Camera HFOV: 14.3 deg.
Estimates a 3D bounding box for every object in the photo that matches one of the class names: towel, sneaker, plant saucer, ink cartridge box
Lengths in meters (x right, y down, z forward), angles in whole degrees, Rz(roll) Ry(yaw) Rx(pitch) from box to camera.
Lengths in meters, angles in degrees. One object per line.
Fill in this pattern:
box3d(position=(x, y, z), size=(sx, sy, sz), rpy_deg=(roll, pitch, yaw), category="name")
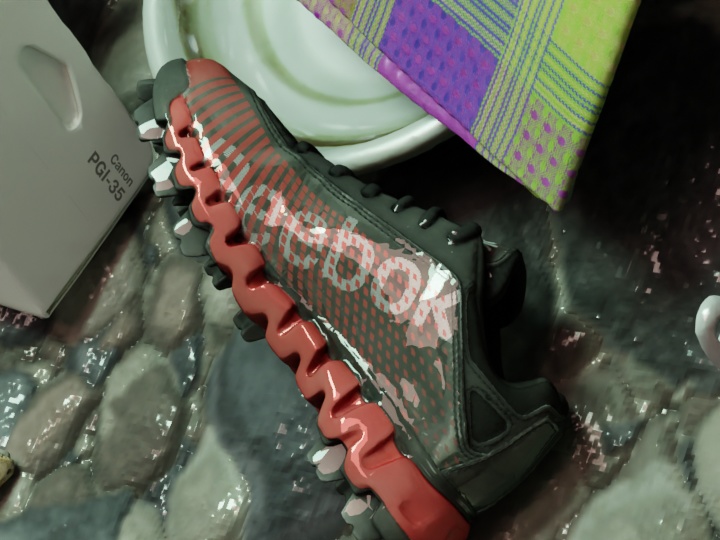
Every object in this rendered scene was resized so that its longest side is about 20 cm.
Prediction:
box3d(position=(0.036, -0.128, 0.973), size=(0.200, 0.023, 0.144), rpy_deg=(44, 125, 42), category="towel")
box3d(position=(0.000, 0.000, 0.980), size=(0.098, 0.071, 0.201), rpy_deg=(-34, 74, 2), category="sneaker")
box3d(position=(0.013, -0.116, 1.068), size=(0.199, 0.050, 0.201), rpy_deg=(-15, 59, 27), category="plant saucer")
box3d(position=(-0.200, -0.073, 1.116), size=(0.199, 0.147, 0.083), rpy_deg=(15, 62, 39), category="ink cartridge box")

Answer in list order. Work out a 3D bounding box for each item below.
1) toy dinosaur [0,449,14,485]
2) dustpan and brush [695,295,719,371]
box3d(position=(-0.221, 0.046, 1.131), size=(0.199, 0.060, 0.107), rpy_deg=(6, 71, 36), category="toy dinosaur")
box3d(position=(0.161, 0.056, 0.780), size=(0.057, 0.200, 0.140), rpy_deg=(12, 73, 44), category="dustpan and brush")
